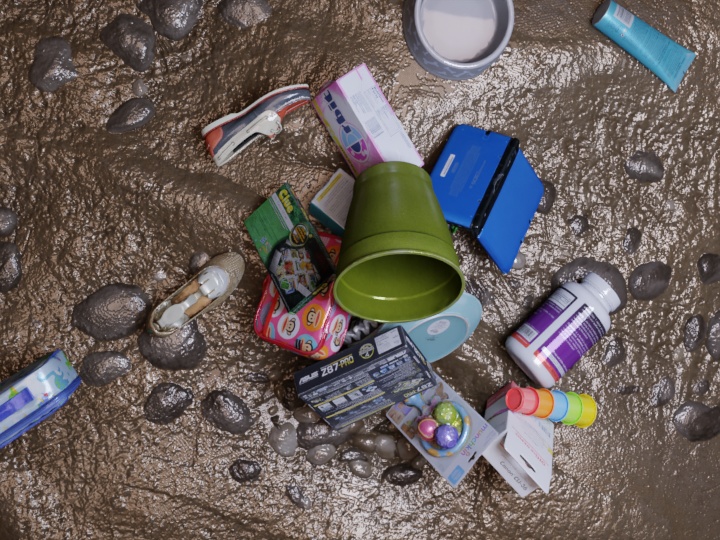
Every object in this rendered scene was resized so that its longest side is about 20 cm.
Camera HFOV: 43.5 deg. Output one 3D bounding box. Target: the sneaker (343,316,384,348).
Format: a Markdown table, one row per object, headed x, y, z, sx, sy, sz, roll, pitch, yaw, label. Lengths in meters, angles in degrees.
| x | y | z | sx | sy | sz | roll | pitch | yaw | label |
| --- | --- | --- | --- | --- | --- | --- | --- | --- | --- |
| 0.056 | 0.086 | 1.525 | 0.198 | 0.075 | 0.081 | -30 | 108 | 27 | sneaker |

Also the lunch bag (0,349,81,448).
| x | y | z | sx | sy | sz | roll | pitch | yaw | label |
| --- | --- | --- | --- | --- | --- | --- | --- | --- | --- |
| -0.547 | 0.214 | 1.427 | 0.198 | 0.161 | 0.083 | -34 | 97 | -5 | lunch bag |

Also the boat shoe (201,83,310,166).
| x | y | z | sx | sy | sz | roll | pitch | yaw | label |
| --- | --- | --- | --- | --- | --- | --- | --- | --- | --- |
| -0.166 | -0.243 | 1.490 | 0.197 | 0.071 | 0.063 | -27 | 82 | 1 | boat shoe |

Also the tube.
| x | y | z | sx | sy | sz | roll | pitch | yaw | label |
| --- | --- | --- | --- | --- | --- | --- | --- | --- | --- |
| 0.499 | -0.401 | 1.588 | 0.198 | 0.050 | 0.078 | 31 | 93 | -13 | tube |

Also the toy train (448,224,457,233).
| x | y | z | sx | sy | sz | roll | pitch | yaw | label |
| --- | --- | --- | --- | --- | --- | --- | --- | --- | --- |
| 0.126 | -0.032 | 1.555 | 0.041 | 0.056 | 0.204 | 20 | 91 | -17 | toy train |

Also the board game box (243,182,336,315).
| x | y | z | sx | sy | sz | roll | pitch | yaw | label |
| --- | --- | --- | --- | --- | --- | --- | --- | --- | --- |
| -0.114 | -0.038 | 1.465 | 0.104 | 0.023 | 0.202 | -40 | 57 | 18 | board game box |

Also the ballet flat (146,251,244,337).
| x | y | z | sx | sy | sz | roll | pitch | yaw | label |
| --- | --- | --- | --- | --- | --- | --- | --- | --- | --- |
| -0.272 | 0.045 | 1.501 | 0.199 | 0.065 | 0.071 | -42 | 98 | -3 | ballet flat |

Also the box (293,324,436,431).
| x | y | z | sx | sy | sz | roll | pitch | yaw | label |
| --- | --- | --- | --- | --- | --- | --- | --- | --- | --- |
| 0.011 | 0.181 | 1.487 | 0.197 | 0.050 | 0.162 | -26 | 141 | 10 | box |

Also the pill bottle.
| x | y | z | sx | sy | sz | roll | pitch | yaw | label |
| --- | --- | --- | --- | --- | --- | --- | --- | --- | --- |
| 0.354 | 0.100 | 1.567 | 0.200 | 0.112 | 0.113 | -43 | 98 | -3 | pill bottle |

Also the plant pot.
| x | y | z | sx | sy | sz | roll | pitch | yaw | label |
| --- | --- | --- | --- | --- | --- | --- | --- | --- | --- |
| 0.053 | -0.054 | 1.388 | 0.196 | 0.202 | 0.196 | 2 | 58 | -8 | plant pot |

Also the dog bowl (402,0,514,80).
| x | y | z | sx | sy | sz | roll | pitch | yaw | label |
| --- | --- | --- | --- | --- | --- | --- | --- | --- | --- |
| 0.171 | -0.428 | 1.534 | 0.196 | 0.059 | 0.205 | 0 | 93 | -7 | dog bowl |

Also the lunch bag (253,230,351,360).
| x | y | z | sx | sy | sz | roll | pitch | yaw | label |
| --- | --- | --- | --- | --- | --- | --- | --- | --- | --- |
| -0.091 | 0.034 | 1.490 | 0.174 | 0.082 | 0.204 | 15 | 83 | 35 | lunch bag |

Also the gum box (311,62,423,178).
| x | y | z | sx | sy | sz | roll | pitch | yaw | label |
| --- | --- | --- | --- | --- | --- | --- | --- | --- | --- |
| 0.006 | -0.232 | 1.488 | 0.066 | 0.113 | 0.202 | -35 | 98 | -25 | gum box |

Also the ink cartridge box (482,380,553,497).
| x | y | z | sx | sy | sz | roll | pitch | yaw | label |
| --- | --- | --- | --- | --- | --- | --- | --- | --- | --- |
| 0.263 | 0.292 | 1.521 | 0.067 | 0.200 | 0.117 | -40 | 99 | 25 | ink cartridge box |

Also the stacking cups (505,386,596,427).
| x | y | z | sx | sy | sz | roll | pitch | yaw | label |
| --- | --- | --- | --- | --- | --- | --- | --- | --- | --- |
| 0.323 | 0.233 | 1.555 | 0.197 | 0.060 | 0.062 | 13 | 92 | -37 | stacking cups |

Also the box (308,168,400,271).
| x | y | z | sx | sy | sz | roll | pitch | yaw | label |
| --- | --- | --- | --- | --- | --- | --- | --- | --- | --- |
| 0.014 | -0.073 | 1.510 | 0.199 | 0.049 | 0.083 | 40 | 72 | 5 | box |

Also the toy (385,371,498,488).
| x | y | z | sx | sy | sz | roll | pitch | yaw | label |
| --- | --- | --- | --- | --- | --- | --- | --- | --- | --- |
| 0.124 | 0.251 | 1.510 | 0.116 | 0.200 | 0.047 | -51 | 134 | 3 | toy |

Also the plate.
| x | y | z | sx | sy | sz | roll | pitch | yaw | label |
| --- | --- | --- | --- | --- | --- | --- | --- | --- | --- |
| 0.116 | 0.108 | 1.509 | 0.197 | 0.202 | 0.026 | -18 | 54 | -6 | plate |

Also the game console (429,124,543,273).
| x | y | z | sx | sy | sz | roll | pitch | yaw | label |
| --- | --- | --- | --- | --- | --- | --- | --- | --- | --- |
| 0.207 | -0.124 | 1.541 | 0.168 | 0.119 | 0.202 | 19 | 61 | 19 | game console |
